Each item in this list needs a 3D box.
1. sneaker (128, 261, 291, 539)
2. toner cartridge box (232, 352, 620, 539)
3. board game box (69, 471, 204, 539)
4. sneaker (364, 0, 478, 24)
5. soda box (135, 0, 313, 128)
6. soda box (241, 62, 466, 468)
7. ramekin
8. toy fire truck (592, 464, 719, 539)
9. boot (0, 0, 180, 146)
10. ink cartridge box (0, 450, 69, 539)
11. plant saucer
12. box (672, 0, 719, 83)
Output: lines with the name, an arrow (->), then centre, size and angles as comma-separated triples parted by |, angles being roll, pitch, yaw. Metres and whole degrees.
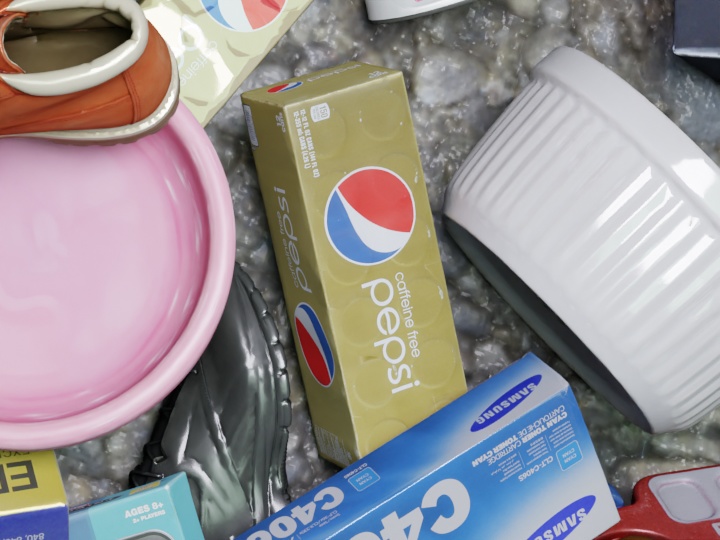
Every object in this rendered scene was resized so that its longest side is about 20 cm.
sneaker -> -0.078, 0.091, 1.359 | 0.090, 0.076, 0.201 | -5, 86, -8
toner cartridge box -> 0.028, 0.135, 1.331 | 0.200, 0.043, 0.095 | -32, 124, -13
board game box -> -0.132, 0.219, 1.320 | 0.150, 0.047, 0.201 | -17, 92, 8
sneaker -> 0.080, -0.217, 1.414 | 0.199, 0.084, 0.121 | -21, 102, -14
soda box -> -0.089, -0.118, 1.369 | 0.068, 0.064, 0.200 | 42, 77, -10
soda box -> 0.000, 0.000, 1.356 | 0.068, 0.064, 0.201 | -18, 106, -20
ramekin -> 0.132, -0.008, 1.361 | 0.105, 0.200, 0.200 | -44, 99, -3
toy fire truck -> 0.183, 0.165, 1.388 | 0.199, 0.168, 0.112 | -8, 124, -16
boot -> -0.186, -0.095, 1.215 | 0.199, 0.107, 0.075 | -6, 81, -1
ink cartridge box -> -0.244, 0.103, 1.270 | 0.197, 0.047, 0.200 | -9, 49, -17
plant saucer -> -0.159, -0.011, 1.277 | 0.200, 0.051, 0.201 | 0, 79, -2
box -> 0.232, -0.200, 1.403 | 0.104, 0.148, 0.201 | 2, 86, 19
